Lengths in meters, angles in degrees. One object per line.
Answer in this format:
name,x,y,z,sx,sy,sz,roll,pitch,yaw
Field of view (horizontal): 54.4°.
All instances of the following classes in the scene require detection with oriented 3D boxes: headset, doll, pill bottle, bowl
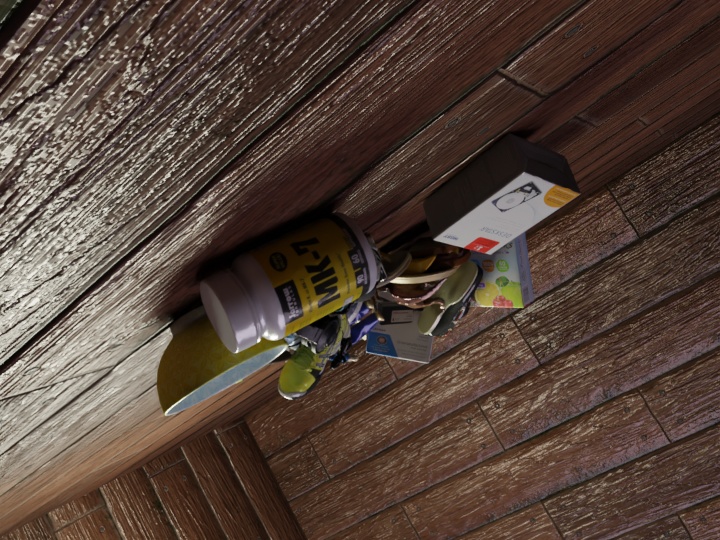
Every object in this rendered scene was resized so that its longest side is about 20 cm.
headset,-0.089,0.104,1.178,0.199,0.123,0.095,26,95,-41
doll,-0.043,0.143,1.497,0.199,0.137,0.049,-36,-153,4
pill bottle,-0.088,0.015,0.865,0.199,0.115,0.114,-27,171,-25
bowl,-0.213,0.110,1.005,0.199,0.108,0.200,-29,171,-5

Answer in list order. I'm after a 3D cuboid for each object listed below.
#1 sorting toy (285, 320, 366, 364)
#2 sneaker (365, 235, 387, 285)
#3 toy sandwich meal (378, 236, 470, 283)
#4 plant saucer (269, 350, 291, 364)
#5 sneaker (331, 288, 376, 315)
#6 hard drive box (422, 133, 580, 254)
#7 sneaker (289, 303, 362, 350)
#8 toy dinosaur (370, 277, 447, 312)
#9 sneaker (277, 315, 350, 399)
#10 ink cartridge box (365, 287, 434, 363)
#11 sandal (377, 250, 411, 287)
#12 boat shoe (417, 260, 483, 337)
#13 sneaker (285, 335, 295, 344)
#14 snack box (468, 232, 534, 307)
sorting toy,-0.091,0.116,1.535,0.198,0.107,0.180,-23,156,-14
sneaker,-0.005,-0.009,1.114,0.075,0.088,0.200,-31,170,20
toy sandwich meal,0.118,-0.031,1.404,0.203,0.071,0.205,-6,-165,2
plant saucer,-0.222,0.152,1.246,0.198,0.030,0.200,-5,179,0
sneaker,-0.036,0.044,1.178,0.199,0.079,0.076,1,127,-50
hard drive box,0.227,-0.118,1.144,0.155,0.077,0.200,10,145,-39
sneaker,-0.080,0.077,1.384,0.203,0.077,0.146,-53,149,-2
toy dinosaur,0.089,0.045,1.428,0.134,0.087,0.199,2,179,-32
sneaker,-0.090,0.146,1.287,0.201,0.075,0.077,-55,156,-33
ink cartridge box,0.099,0.096,1.562,0.143,0.202,0.084,9,174,6
sandal,0.000,0.000,1.291,0.198,0.054,0.080,-18,-155,-2
boat shoe,0.194,0.060,1.448,0.063,0.074,0.202,13,127,-27
sneaker,-0.153,0.098,1.229,0.199,0.082,0.074,-25,170,-32
snack box,0.270,-0.027,1.435,0.141,0.202,0.053,0,-166,40
